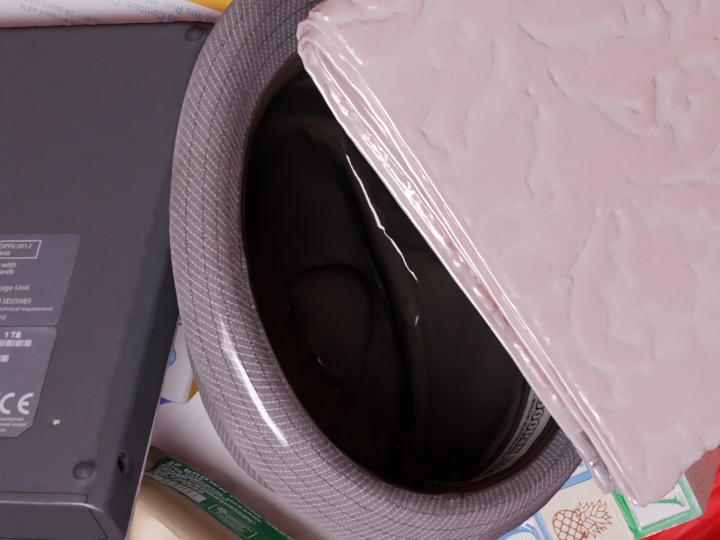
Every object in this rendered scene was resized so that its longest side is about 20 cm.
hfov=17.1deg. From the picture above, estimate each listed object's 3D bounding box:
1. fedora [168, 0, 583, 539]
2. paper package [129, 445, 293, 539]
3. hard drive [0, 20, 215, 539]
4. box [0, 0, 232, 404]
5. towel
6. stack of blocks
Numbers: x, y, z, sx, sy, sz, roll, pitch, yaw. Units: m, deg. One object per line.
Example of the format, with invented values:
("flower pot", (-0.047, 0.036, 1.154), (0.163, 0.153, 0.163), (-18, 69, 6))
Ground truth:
("fedora", (0.000, 0.000, 0.805), (0.090, 0.176, 0.202), (-23, 76, 55))
("paper package", (-0.065, 0.198, 0.931), (0.199, 0.103, 0.191), (34, 94, 8))
("hard drive", (-0.128, -0.001, 0.835), (0.138, 0.201, 0.033), (0, 146, 17))
("box", (-0.100, -0.040, 0.931), (0.118, 0.041, 0.201), (19, 115, 10))
("towel", (0.099, -0.052, 0.799), (0.192, 0.200, 0.032), (56, 151, -8))
("stack of blocks", (0.063, 0.002, 0.884), (0.115, 0.059, 0.201), (-22, 100, 22))
